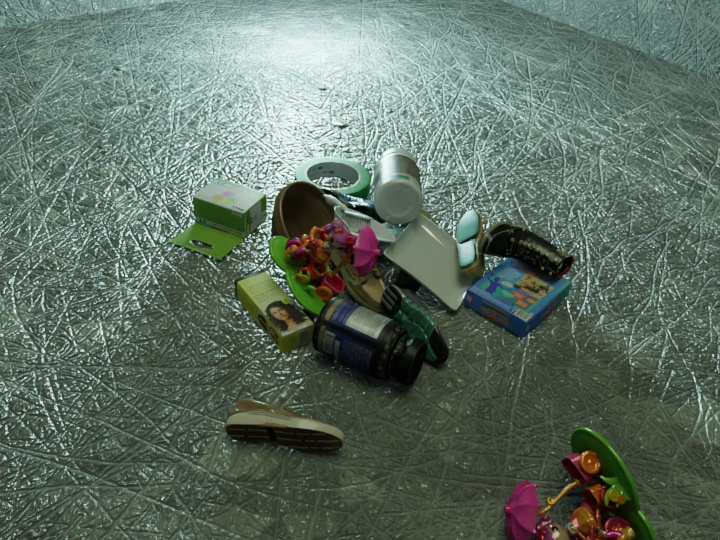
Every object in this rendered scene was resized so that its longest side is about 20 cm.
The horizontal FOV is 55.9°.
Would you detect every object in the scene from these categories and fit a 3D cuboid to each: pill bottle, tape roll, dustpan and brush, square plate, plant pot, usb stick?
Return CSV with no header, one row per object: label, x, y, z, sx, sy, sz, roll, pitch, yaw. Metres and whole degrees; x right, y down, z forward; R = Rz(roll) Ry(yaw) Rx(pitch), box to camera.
pill bottle,0.018,0.134,1.259,0.198,0.113,0.112,23,40,21
tape roll,-0.073,-0.230,1.774,0.197,0.049,0.202,3,37,-2
pill bottle,0.086,-0.203,1.586,0.111,0.114,0.201,4,34,-1
dustpan and brush,-0.025,-0.119,1.474,0.138,0.058,0.199,8,11,-44
square plate,0.164,-0.020,1.501,0.197,0.029,0.200,39,43,4
plant pot,-0.134,-0.090,1.512,0.092,0.202,0.201,-23,21,35
usb stick,0.127,-0.019,1.536,0.055,0.033,0.201,7,36,15

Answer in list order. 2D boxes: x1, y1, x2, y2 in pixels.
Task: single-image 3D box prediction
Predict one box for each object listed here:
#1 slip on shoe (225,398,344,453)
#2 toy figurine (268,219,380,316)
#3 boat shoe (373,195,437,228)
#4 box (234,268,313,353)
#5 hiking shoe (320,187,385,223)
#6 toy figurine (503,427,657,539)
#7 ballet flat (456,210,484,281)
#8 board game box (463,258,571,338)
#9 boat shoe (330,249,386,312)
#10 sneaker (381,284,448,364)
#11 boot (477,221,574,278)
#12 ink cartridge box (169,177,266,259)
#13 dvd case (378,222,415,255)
slip on shoe,-0.122,0.253,1.122,0.197,0.077,0.061,3,43,9
toy figurine,-0.053,-0.035,1.331,0.200,0.183,0.151,46,33,-13
boat shoe,0.108,-0.159,1.681,0.199,0.063,0.072,36,54,26
box,-0.175,0.078,1.360,0.075,0.051,0.200,-21,44,-31
hiking shoe,-0.023,-0.143,1.622,0.199,0.075,0.086,28,19,35
toy figurine,0.308,0.367,1.013,0.182,0.151,0.202,-24,69,-14
ballet flat,0.252,-0.052,1.533,0.068,0.063,0.201,-22,35,31
board game box,0.341,0.049,1.466,0.151,0.045,0.199,31,44,30
boat shoe,0.000,0.000,1.440,0.073,0.067,0.201,-20,60,-35
sneaker,0.128,0.101,1.355,0.087,0.075,0.201,2,41,-45
boot,0.360,-0.042,1.469,0.153,0.074,0.202,35,26,33
ink cartridge box,-0.329,-0.123,1.579,0.146,0.077,0.200,18,38,17
dvd case,0.028,-0.088,1.600,0.144,0.022,0.200,-8,29,-17
